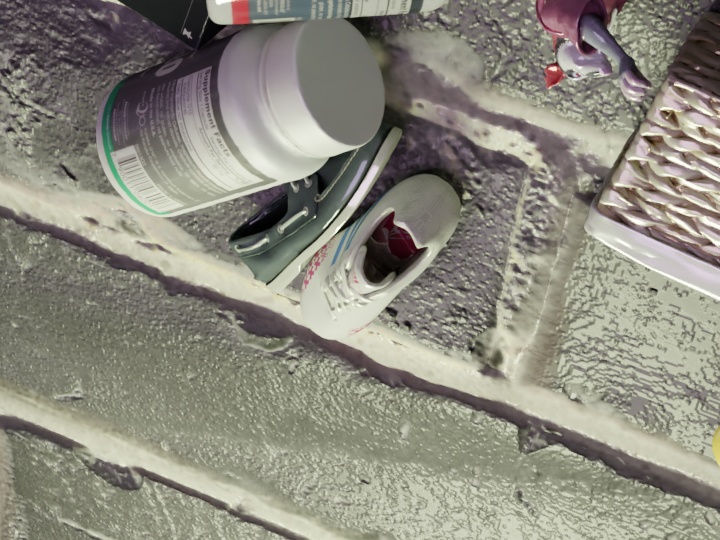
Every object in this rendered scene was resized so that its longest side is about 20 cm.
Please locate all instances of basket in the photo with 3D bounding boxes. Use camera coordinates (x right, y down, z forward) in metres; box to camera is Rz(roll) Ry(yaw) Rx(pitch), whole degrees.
[{"bbox_3d":[0.260,-0.056,0.868,0.200,0.136,0.123,27,127,10],"label":"basket"}]

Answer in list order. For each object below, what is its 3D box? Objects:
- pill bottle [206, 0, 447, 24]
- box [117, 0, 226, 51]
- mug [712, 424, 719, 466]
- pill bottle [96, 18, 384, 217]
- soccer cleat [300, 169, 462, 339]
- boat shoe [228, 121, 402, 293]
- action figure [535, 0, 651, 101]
[{"bbox_3d":[0.003,-0.215,0.860,0.200,0.120,0.120,-5,124,-4],"label":"pill bottle"},{"bbox_3d":[-0.122,-0.274,0.963,0.141,0.079,0.200,34,131,6],"label":"box"},{"bbox_3d":[0.340,0.110,0.939,0.187,0.149,0.153,35,140,4],"label":"mug"},{"bbox_3d":[-0.087,-0.112,1.025,0.200,0.113,0.113,-13,114,39],"label":"pill bottle"},{"bbox_3d":[0.000,0.000,1.079,0.070,0.086,0.200,40,132,-2],"label":"soccer cleat"},{"bbox_3d":[-0.039,-0.054,1.074,0.062,0.073,0.200,38,137,-5],"label":"boat shoe"},{"bbox_3d":[0.139,-0.192,0.839,0.149,0.134,0.200,30,129,10],"label":"action figure"}]
